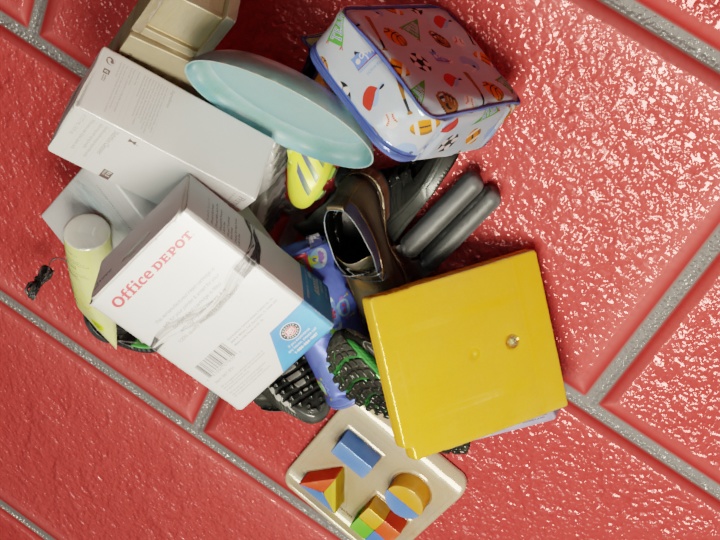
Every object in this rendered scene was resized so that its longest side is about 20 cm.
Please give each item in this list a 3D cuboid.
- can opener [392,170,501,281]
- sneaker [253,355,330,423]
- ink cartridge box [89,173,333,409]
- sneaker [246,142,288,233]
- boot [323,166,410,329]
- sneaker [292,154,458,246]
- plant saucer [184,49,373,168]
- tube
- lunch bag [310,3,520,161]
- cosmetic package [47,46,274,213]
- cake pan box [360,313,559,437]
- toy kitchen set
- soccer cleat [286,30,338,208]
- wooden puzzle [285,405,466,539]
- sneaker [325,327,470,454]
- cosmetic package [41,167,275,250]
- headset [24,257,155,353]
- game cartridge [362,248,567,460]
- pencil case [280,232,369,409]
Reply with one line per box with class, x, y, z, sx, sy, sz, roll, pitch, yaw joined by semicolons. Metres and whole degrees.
can opener;0.070;-0.034;1.134;0.053;0.067;0.200;36;114;-19
sneaker;-0.095;0.142;1.266;0.200;0.066;0.091;34;144;44
ink cartridge box;-0.148;0.024;1.049;0.145;0.084;0.200;-41;116;18
sneaker;-0.122;-0.129;1.160;0.082;0.075;0.201;25;123;11
boot;0.000;0.000;1.077;0.074;0.097;0.201;-4;110;23
sneaker;0.015;-0.086;1.126;0.104;0.060;0.200;37;129;0
plant saucer;-0.073;-0.158;0.989;0.199;0.200;0.028;23;81;14
tube;-0.308;0.016;1.184;0.052;0.058;0.200;3;146;-9
lunch bag;0.054;-0.185;0.975;0.160;0.200;0.076;52;125;15
cosmetic package;-0.203;-0.129;1.060;0.199;0.081;0.113;28;151;-20
cake pan box;0.107;0.107;1.189;0.199;0.052;0.185;-19;103;32
toy kitchen set;-0.159;-0.269;1.086;0.163;0.181;0.200;22;148;-26
soccer cleat;-0.057;-0.161;1.103;0.065;0.083;0.201;54;134;49
wooden puzzle;0.011;0.276;1.322;0.185;0.046;0.200;40;125;3
sneaker;0.046;0.120;1.126;0.200;0.085;0.078;36;148;-22
cosmetic package;-0.240;-0.047;1.200;0.200;0.123;0.200;53;145;-7
headset;-0.327;0.043;1.336;0.199;0.094;0.124;24;123;0
game cartridge;0.112;0.086;1.078;0.032;0.199;0.177;-176;72;-69
pencil case;-0.036;0.053;1.158;0.201;0.087;0.078;67;165;-13
